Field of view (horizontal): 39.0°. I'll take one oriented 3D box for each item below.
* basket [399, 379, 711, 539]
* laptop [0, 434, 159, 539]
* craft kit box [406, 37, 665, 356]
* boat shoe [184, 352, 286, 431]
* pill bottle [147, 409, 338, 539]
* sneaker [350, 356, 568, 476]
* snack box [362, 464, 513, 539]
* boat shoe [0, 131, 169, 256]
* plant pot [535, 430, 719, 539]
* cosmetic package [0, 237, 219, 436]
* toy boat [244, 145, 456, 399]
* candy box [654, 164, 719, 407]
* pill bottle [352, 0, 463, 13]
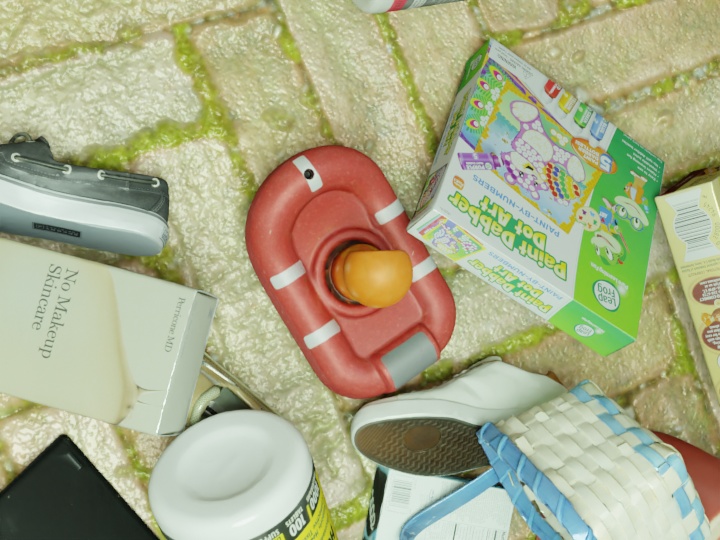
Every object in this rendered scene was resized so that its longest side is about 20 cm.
[{"bbox_3d":[0.138,0.190,0.737,0.199,0.176,0.140,-30,120,-6],"label":"basket"},{"bbox_3d":[-0.247,0.266,0.752,0.188,0.116,0.200,52,47,-10],"label":"laptop"},{"bbox_3d":[0.151,-0.062,0.829,0.199,0.048,0.198,31,57,-15],"label":"craft kit box"},{"bbox_3d":[-0.125,0.093,0.760,0.199,0.076,0.072,30,80,-14],"label":"boat shoe"},{"bbox_3d":[-0.069,0.207,0.726,0.112,0.112,0.201,-26,126,-16],"label":"pill bottle"},{"bbox_3d":[0.082,0.115,0.832,0.198,0.085,0.073,2,129,-18],"label":"sneaker"},{"bbox_3d":[0.052,0.268,0.832,0.115,0.037,0.202,13,84,-15],"label":"snack box"},{"bbox_3d":[-0.234,-0.065,0.739,0.198,0.070,0.067,12,68,-14],"label":"boat shoe"},{"bbox_3d":[0.270,0.239,0.830,0.199,0.177,0.202,1,88,-17],"label":"plant pot"},{"bbox_3d":[-0.210,0.040,0.702,0.198,0.073,0.104,13,84,7],"label":"cosmetic package"},{"bbox_3d":[0.000,0.000,0.774,0.130,0.131,0.201,-33,98,-16],"label":"toy boat"},{"bbox_3d":[0.327,0.012,0.890,0.115,0.055,0.201,-25,98,-52],"label":"candy box"},{"bbox_3d":[0.087,-0.275,0.820,0.199,0.111,0.112,-13,92,-17],"label":"pill bottle"}]
